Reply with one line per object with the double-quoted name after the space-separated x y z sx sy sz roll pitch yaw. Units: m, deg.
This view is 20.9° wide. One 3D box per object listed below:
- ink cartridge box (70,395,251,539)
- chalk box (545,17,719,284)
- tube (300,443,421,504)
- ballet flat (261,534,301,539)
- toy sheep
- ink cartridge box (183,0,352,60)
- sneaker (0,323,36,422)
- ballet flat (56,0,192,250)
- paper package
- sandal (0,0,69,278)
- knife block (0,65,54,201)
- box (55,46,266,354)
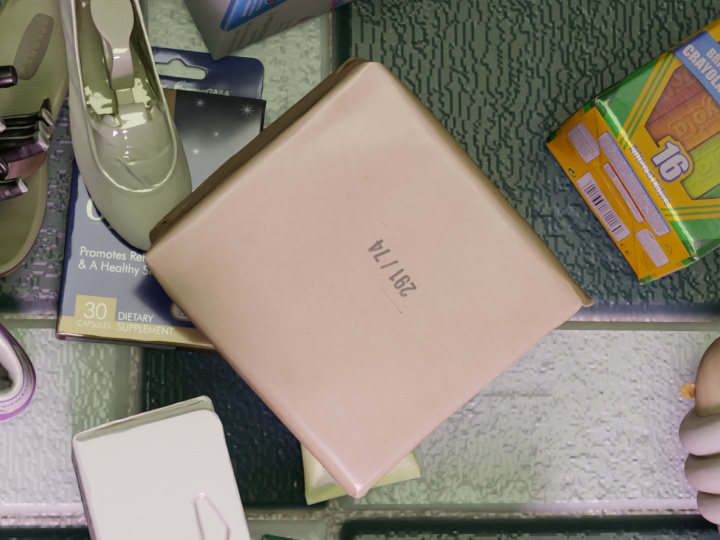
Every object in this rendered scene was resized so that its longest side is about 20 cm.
-0.114 0.157 1.143 0.084 0.200 0.146 -15 84 -10 "ink cartridge box"
0.247 -0.099 1.278 0.200 0.124 0.124 -33 88 -12 "chalk box"
-0.021 0.046 1.256 0.058 0.052 0.200 -12 93 33 "tube"
0.023 0.210 1.228 0.200 0.076 0.064 8 88 2 "ballet flat"
0.276 0.129 1.247 0.138 0.138 0.200 -28 94 -12 "toy sheep"
-0.015 -0.225 1.242 0.200 0.145 0.085 -26 86 -14 "ink cartridge box"
-0.279 0.014 1.184 0.200 0.114 0.073 35 79 -1 "sneaker"
-0.150 -0.111 1.216 0.069 0.069 0.200 -12 83 -11 "ballet flat"
0.000 0.000 1.177 0.191 0.103 0.200 -41 100 1 "paper package"
-0.227 -0.094 1.236 0.080 0.057 0.201 14 80 -7 "sandal"
-0.294 -0.079 1.181 0.176 0.200 0.064 -37 132 -29 "knife block"
-0.127 -0.050 1.259 0.121 0.032 0.200 5 80 -8 "box"
